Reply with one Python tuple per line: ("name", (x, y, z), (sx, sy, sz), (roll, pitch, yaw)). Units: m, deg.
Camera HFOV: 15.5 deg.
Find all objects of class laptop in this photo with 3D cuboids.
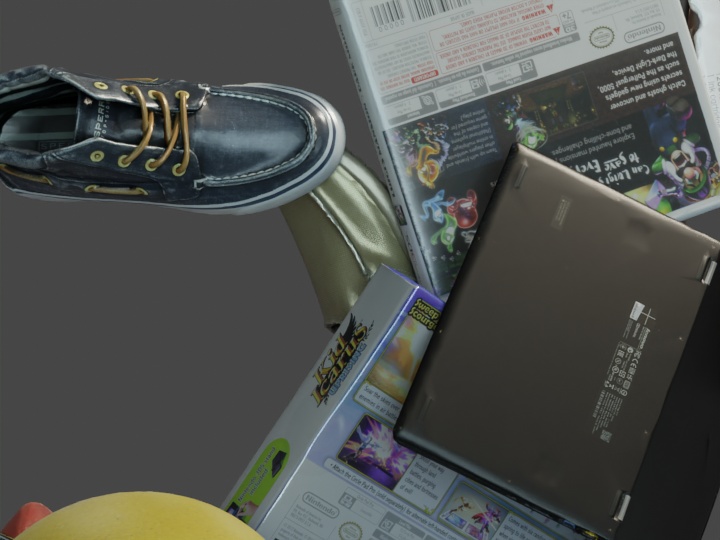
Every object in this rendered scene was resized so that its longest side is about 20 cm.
("laptop", (0.124, 0.070, 1.435), (0.199, 0.116, 0.188), (26, 64, -5))

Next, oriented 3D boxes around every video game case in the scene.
("video game case", (0.039, 0.121, 1.439), (0.200, 0.045, 0.182), (34, 91, -33))
("video game case", (0.098, -0.095, 1.467), (0.199, 0.023, 0.183), (-19, 94, -21))

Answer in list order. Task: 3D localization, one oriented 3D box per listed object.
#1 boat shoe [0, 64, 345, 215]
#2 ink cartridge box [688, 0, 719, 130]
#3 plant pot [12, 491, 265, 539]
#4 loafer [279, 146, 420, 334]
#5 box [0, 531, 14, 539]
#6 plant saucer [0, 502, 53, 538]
("boat shoe", (-0.112, -0.070, 1.413), (0.199, 0.091, 0.071), (-3, 79, 11))
("ink cartridge box", (0.113, -0.131, 1.516), (0.199, 0.043, 0.199), (-8, 90, -13))
("plant pot", (-0.092, 0.212, 1.261), (0.199, 0.142, 0.201), (0, 91, -17))
("loafer", (0.000, 0.000, 1.473), (0.068, 0.076, 0.200), (-44, 96, -16))
("box", (-0.254, 0.187, 1.342), (0.199, 0.046, 0.160), (23, 84, 5))
("plant saucer", (-0.164, 0.256, 1.369), (0.200, 0.037, 0.200), (40, 87, 7))
